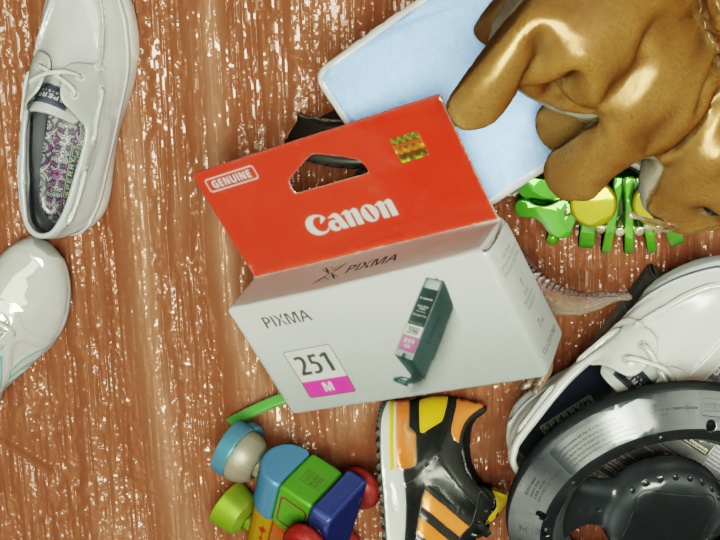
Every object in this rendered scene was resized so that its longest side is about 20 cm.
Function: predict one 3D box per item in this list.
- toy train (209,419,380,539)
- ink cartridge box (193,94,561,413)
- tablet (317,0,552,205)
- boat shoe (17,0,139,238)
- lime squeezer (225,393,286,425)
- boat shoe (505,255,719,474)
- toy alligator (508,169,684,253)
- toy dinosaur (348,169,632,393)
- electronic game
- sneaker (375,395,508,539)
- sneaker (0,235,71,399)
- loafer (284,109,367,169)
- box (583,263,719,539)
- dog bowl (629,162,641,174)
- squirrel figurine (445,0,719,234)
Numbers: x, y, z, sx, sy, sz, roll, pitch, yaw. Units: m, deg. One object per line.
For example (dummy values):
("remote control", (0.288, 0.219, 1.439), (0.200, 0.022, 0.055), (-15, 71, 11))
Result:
("toy train", (-0.066, 0.207, 0.860), (0.116, 0.085, 0.200), (31, 133, 19))
("ink cartridge box", (0.000, 0.000, 0.701), (0.200, 0.044, 0.174), (-13, 119, 35))
("tablet", (0.088, -0.122, 0.688), (0.200, 0.014, 0.130), (-33, 95, 8))
("boat shoe", (-0.208, -0.118, 0.798), (0.072, 0.069, 0.200), (18, 107, 5))
("lime squeezer", (-0.026, 0.049, 0.834), (0.071, 0.038, 0.200), (39, 111, 31))
("boat shoe", (0.177, 0.070, 0.730), (0.074, 0.065, 0.200), (44, 107, -1))
("toy alligator", (0.148, -0.038, 0.761), (0.199, 0.059, 0.054), (-1, 104, 10))
("toy dinosaur", (0.069, 0.002, 0.748), (0.200, 0.086, 0.136), (4, 126, 31))
("electronic game", (0.193, 0.152, 0.733), (0.199, 0.042, 0.200), (-2, 124, -3))
("sneaker", (0.063, 0.188, 0.810), (0.090, 0.070, 0.201), (-7, 83, 7))
("sneaker", (-0.285, 0.064, 0.854), (0.070, 0.080, 0.200), (35, 106, 2))
("loafer", (0.047, -0.109, 0.761), (0.199, 0.073, 0.072), (-6, 97, 3))
("box", (0.241, 0.115, 0.790), (0.200, 0.048, 0.159), (32, 106, 1))
("dog bowl", (0.221, -0.155, 0.712), (0.199, 0.074, 0.201), (2, 104, 9))
("squirrel figurine", (0.174, -0.112, 0.600), (0.187, 0.142, 0.200), (37, 115, -9))
